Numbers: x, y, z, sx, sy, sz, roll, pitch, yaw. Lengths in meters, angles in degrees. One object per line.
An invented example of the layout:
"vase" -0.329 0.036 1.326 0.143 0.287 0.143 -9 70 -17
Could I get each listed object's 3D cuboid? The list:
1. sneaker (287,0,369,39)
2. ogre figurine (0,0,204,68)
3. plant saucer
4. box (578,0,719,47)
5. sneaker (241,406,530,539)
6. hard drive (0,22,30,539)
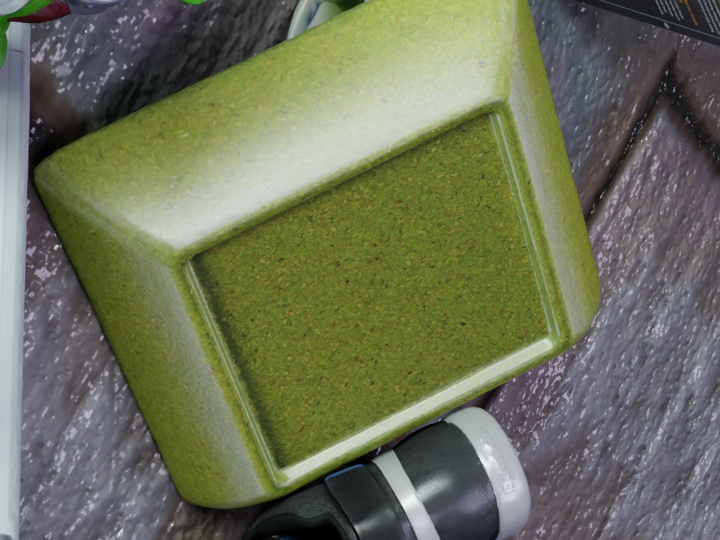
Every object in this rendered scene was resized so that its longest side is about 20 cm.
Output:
"sneaker" 0.006 -0.074 0.985 0.077 0.076 0.201 -8 120 -21
"ogre figurine" -0.087 -0.108 0.709 0.200 0.120 0.098 -31 87 -36
"plant saucer" 0.000 0.000 0.949 0.199 0.048 0.201 -26 134 -7
"box" 0.118 -0.170 0.988 0.048 0.158 0.200 -55 142 -16
"sneaker" -0.005 0.121 1.044 0.111 0.073 0.200 -21 161 -18
"hard drive" -0.123 0.035 0.753 0.026 0.201 0.132 7 138 -13
